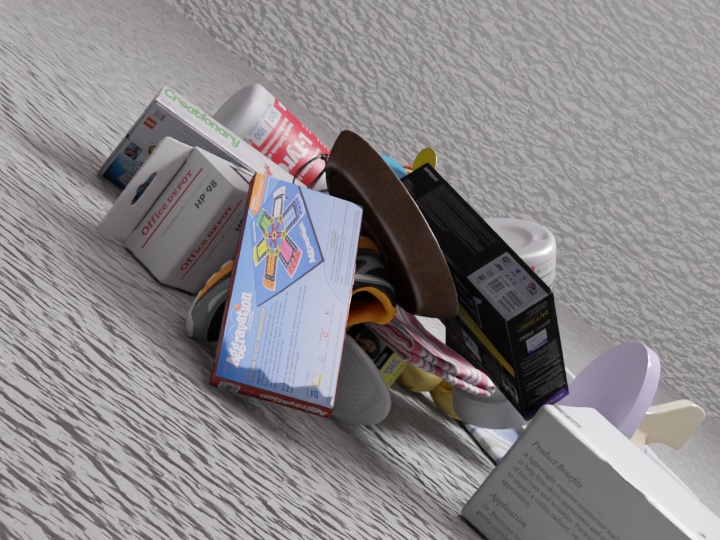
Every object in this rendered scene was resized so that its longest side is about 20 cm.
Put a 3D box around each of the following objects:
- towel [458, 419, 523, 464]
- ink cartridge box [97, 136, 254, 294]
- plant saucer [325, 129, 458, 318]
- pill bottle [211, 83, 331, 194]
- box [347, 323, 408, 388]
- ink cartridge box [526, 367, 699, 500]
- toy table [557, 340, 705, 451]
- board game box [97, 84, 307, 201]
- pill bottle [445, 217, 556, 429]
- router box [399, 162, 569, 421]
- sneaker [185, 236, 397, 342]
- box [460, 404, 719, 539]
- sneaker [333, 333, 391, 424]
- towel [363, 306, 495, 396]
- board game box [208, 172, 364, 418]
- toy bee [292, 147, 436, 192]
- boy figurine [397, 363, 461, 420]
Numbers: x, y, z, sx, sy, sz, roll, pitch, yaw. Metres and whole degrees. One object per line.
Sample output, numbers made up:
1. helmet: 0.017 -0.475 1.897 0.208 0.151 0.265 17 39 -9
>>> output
1. towel: 0.173 0.199 1.647 0.147 0.024 0.200 29 13 -39
2. ink cartridge box: -0.138 -0.039 1.342 0.067 0.116 0.200 44 12 30
3. plant saucer: 0.022 -0.034 1.322 0.201 0.034 0.200 55 -11 16
4. pill bottle: -0.078 -0.097 1.550 0.200 0.112 0.112 42 7 -19
5. box: -0.042 0.046 1.421 0.200 0.075 0.050 44 11 27
6. ink cartridge box: 0.288 0.215 1.711 0.200 0.087 0.145 45 3 -17
7. toy table: 0.274 0.188 1.521 0.117 0.200 0.184 38 11 -23
8. board game box: -0.156 -0.087 1.482 0.200 0.126 0.035 36 39 -14
9. pill bottle: 0.144 0.057 1.494 0.113 0.201 0.114 -1 24 1
10. router box: 0.107 0.019 1.311 0.200 0.052 0.158 50 -14 38
11. sneaker: -0.055 0.027 1.239 0.199 0.078 0.077 -16 55 -26
12. box: 0.229 0.238 1.334 0.199 0.131 0.200 42 10 21
13. sneaker: -0.039 0.067 1.332 0.200 0.071 0.099 36 13 17
14. towel: 0.047 0.055 1.394 0.146 0.030 0.200 43 8 31
15. board game box: -0.059 0.018 1.194 0.103 0.019 0.201 18 57 -14
16. toy bee: 0.026 -0.060 1.482 0.200 0.131 0.109 -24 59 -39
17. boy figurine: 0.057 0.093 1.602 0.200 0.065 0.124 36 6 9
